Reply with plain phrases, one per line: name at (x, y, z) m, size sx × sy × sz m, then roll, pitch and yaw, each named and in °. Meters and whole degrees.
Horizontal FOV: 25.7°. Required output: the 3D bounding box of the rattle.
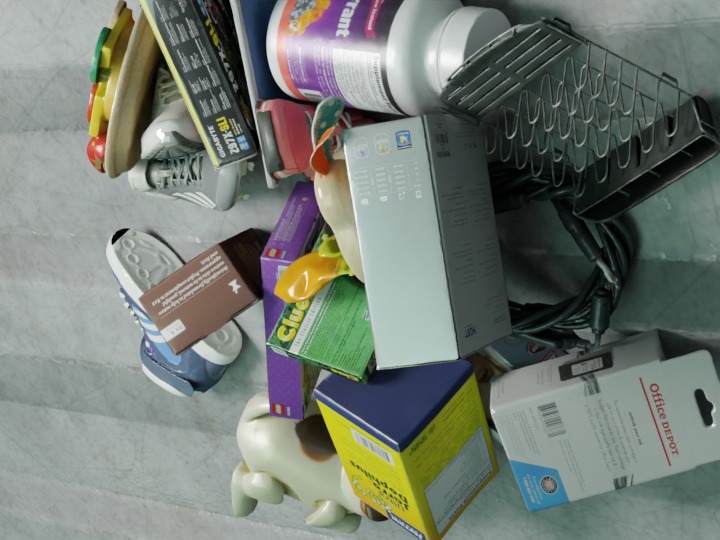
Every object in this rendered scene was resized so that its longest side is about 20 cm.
rattle at (-0.046, -0.059, 1.371) m, size 0.143 × 0.130 × 0.200 m, roll 2°, pitch 159°, yaw 29°

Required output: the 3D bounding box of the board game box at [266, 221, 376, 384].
board game box at (0.000, 0.000, 1.473) m, size 0.105 × 0.200 × 0.023 m, roll 19°, pitch 163°, yaw 22°

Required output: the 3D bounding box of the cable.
cable at (0.140, -0.018, 1.407) m, size 0.200 × 0.051 × 0.163 m, roll 19°, pitch 116°, yaw 20°

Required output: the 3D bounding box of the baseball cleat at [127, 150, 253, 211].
baseball cleat at (-0.176, -0.093, 1.579) m, size 0.200 × 0.106 × 0.070 m, roll 165°, pitch 108°, yaw -72°

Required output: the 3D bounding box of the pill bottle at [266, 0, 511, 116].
pill bottle at (0.027, -0.192, 1.363) m, size 0.200 × 0.111 × 0.112 m, roll 12°, pitch 126°, yaw 34°

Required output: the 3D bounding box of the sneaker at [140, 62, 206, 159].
sneaker at (-0.177, -0.160, 1.522) m, size 0.074 × 0.200 × 0.087 m, roll -8°, pitch 108°, yaw 2°

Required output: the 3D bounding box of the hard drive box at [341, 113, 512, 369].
hard drive box at (0.060, -0.029, 1.334) m, size 0.077 × 0.156 × 0.200 m, roll -8°, pitch 92°, yaw 22°

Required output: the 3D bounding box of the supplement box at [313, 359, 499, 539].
supplement box at (0.047, 0.156, 1.515) m, size 0.109 × 0.109 × 0.200 m, roll 31°, pitch 155°, yaw 32°

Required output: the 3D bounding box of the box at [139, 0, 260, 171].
box at (-0.145, -0.212, 1.466) m, size 0.049 × 0.160 × 0.200 m, roll -19°, pitch 110°, yaw 11°

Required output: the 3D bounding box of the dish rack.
dish rack at (0.169, -0.122, 1.264) m, size 0.200 × 0.055 × 0.153 m, roll 23°, pitch 143°, yaw -27°

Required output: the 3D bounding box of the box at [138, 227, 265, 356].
box at (-0.145, 0.019, 1.590) m, size 0.100 × 0.200 × 0.075 m, roll -34°, pitch 93°, yaw 7°

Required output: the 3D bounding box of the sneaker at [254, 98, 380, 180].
sneaker at (-0.032, -0.126, 1.422) m, size 0.087 × 0.200 × 0.074 m, roll -13°, pitch 88°, yaw 17°

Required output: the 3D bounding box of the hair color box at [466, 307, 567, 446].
hair color box at (0.101, 0.068, 1.530) m, size 0.200 × 0.061 × 0.099 m, roll 40°, pitch 138°, yaw 9°

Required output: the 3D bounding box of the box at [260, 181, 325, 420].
box at (-0.061, 0.031, 1.584) m, size 0.039 × 0.137 × 0.200 m, roll 8°, pitch 127°, yaw 11°

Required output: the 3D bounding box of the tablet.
tablet at (-0.079, -0.190, 1.447) m, size 0.014 × 0.130 × 0.200 m, roll 2°, pitch 123°, yaw 18°

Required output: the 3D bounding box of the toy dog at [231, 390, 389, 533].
toy dog at (-0.023, 0.197, 1.685) m, size 0.200 × 0.140 × 0.194 m, roll 15°, pitch 137°, yaw 17°

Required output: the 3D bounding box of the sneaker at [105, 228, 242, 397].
sneaker at (-0.238, 0.061, 1.803) m, size 0.200 × 0.081 × 0.146 m, roll 45°, pitch 135°, yaw -3°

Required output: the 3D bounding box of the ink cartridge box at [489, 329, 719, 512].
ink cartridge box at (0.229, 0.131, 1.424) m, size 0.200 × 0.067 × 0.116 m, roll -17°, pitch 110°, yaw 13°

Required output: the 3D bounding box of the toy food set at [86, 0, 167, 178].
toy food set at (-0.223, -0.188, 1.531) m, size 0.049 × 0.200 × 0.198 m, roll 15°, pitch 125°, yaw -1°
